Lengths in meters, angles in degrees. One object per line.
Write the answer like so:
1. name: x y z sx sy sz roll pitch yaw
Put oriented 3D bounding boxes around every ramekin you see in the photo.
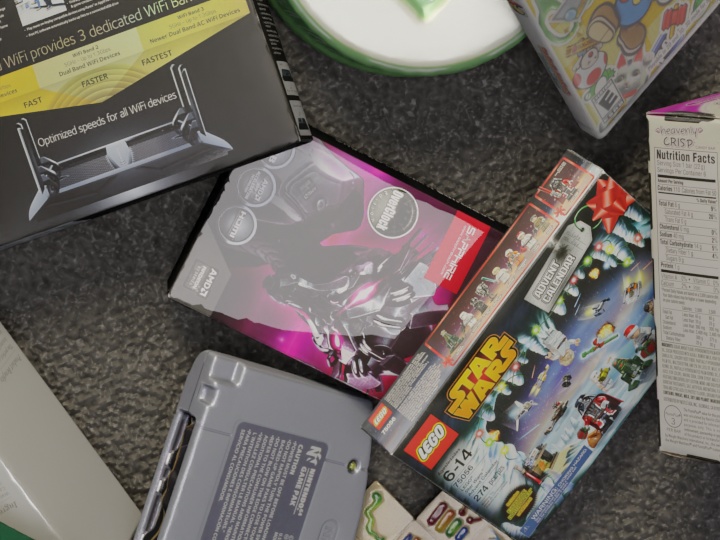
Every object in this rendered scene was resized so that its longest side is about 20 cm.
1. ramekin: 0.032 -0.203 1.271 0.198 0.098 0.202 -1 102 -4

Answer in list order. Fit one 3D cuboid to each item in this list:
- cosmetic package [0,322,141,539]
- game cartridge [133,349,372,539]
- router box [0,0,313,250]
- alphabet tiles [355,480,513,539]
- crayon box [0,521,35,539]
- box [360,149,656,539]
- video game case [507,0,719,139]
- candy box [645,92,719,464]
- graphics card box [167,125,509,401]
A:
1. cosmetic package: -0.218 0.102 1.310 0.074 0.102 0.201 -29 102 19
2. game cartridge: -0.067 0.157 1.339 0.133 0.041 0.201 18 91 -31
3. router box: -0.145 -0.114 1.273 0.199 0.052 0.158 -18 91 8
4. alphabet tiles: 0.023 0.234 1.388 0.166 0.006 0.200 44 96 4
5. crayon box: -0.250 0.213 1.288 0.172 0.058 0.201 26 129 15
6. box: 0.109 0.048 1.321 0.137 0.040 0.200 36 91 -38
7. video game case: 0.161 -0.195 1.245 0.200 0.023 0.182 -48 142 -8
8. candy box: 0.229 -0.002 1.313 0.136 0.061 0.201 -15 108 -45
9. graphics card box: 0.000 0.000 1.337 0.199 0.051 0.126 27 98 -9
